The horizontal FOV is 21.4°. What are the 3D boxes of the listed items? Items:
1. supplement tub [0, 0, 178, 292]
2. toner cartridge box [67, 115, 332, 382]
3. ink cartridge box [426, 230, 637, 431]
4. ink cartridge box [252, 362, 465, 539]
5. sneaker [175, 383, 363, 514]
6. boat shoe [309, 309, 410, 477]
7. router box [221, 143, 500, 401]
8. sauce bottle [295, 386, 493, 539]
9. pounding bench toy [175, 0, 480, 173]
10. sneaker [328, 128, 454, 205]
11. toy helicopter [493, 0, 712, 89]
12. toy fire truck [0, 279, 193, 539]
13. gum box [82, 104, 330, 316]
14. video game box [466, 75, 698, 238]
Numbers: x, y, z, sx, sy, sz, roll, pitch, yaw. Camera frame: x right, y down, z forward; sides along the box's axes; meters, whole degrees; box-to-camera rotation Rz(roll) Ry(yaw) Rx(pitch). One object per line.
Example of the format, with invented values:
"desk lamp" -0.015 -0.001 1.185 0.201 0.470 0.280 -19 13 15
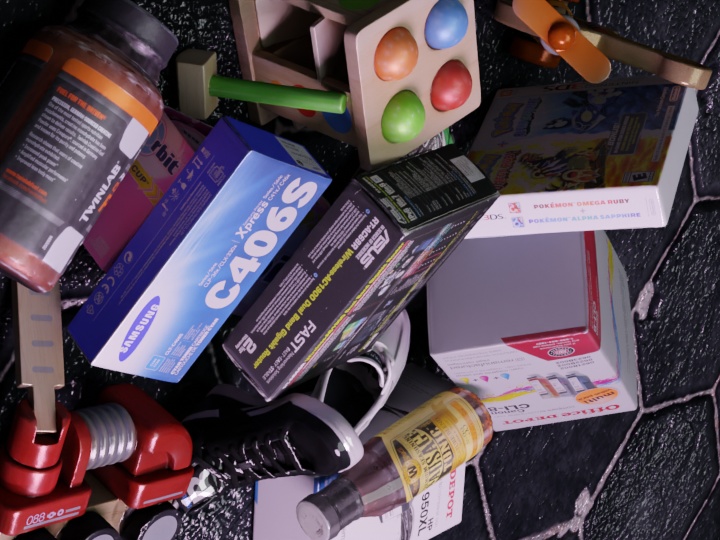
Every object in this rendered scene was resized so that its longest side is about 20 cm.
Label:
"supplement tub" -0.205 -0.092 1.303 0.200 0.107 0.107 -58 142 -7
"toner cartridge box" -0.116 -0.012 1.374 0.095 0.043 0.200 17 116 -50
"ink cartridge box" 0.156 0.038 1.710 0.200 0.145 0.145 49 36 -59
"ink cartridge box" 0.003 0.187 1.725 0.200 0.084 0.145 -21 125 -41
"sneaker" -0.090 0.154 1.505 0.112 0.200 0.073 -42 115 -27
"boat shoe" 0.002 0.091 1.631 0.065 0.073 0.200 -46 -165 49
"router box" 0.000 0.000 1.482 0.200 0.062 0.150 -51 165 32
"sauce bottle" 0.029 0.169 1.627 0.200 0.066 0.066 -33 133 -37
"pounding bench toy" -0.023 -0.152 1.442 0.200 0.156 0.125 -35 134 -32
"sneaker" 0.016 -0.055 1.607 0.085 0.078 0.201 11 102 -50
"toy helicopter" 0.207 -0.199 1.647 0.132 0.200 0.079 -9 119 -66
"toy fire truck" -0.211 0.112 1.423 0.176 0.129 0.201 -10 128 -47
"gum box" -0.111 -0.039 1.449 0.114 0.066 0.200 -49 145 14
"video game box" 0.185 -0.101 1.636 0.200 0.182 0.047 -64 142 -52
